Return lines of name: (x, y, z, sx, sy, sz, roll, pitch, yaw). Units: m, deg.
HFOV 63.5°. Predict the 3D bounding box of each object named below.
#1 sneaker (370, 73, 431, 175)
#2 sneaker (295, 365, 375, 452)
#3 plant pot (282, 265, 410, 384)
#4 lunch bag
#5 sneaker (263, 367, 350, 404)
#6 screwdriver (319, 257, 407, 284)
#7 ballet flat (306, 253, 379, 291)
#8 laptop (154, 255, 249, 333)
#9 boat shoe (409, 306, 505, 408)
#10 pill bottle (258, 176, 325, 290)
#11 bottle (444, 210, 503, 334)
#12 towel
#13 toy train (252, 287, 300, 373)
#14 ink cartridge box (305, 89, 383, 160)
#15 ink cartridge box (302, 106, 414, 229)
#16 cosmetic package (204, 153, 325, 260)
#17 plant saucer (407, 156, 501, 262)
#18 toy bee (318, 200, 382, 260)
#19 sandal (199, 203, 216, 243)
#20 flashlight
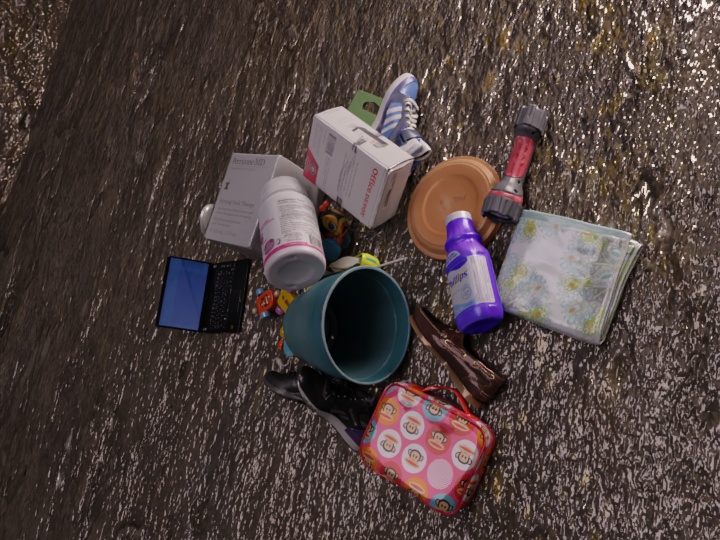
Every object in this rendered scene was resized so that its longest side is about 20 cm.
sneaker: (0.100, -0.281, 1.160, 0.146, 0.080, 0.202, 31, 91, 32)
sneaker: (-0.027, 0.225, 1.022, 0.087, 0.200, 0.076, -33, 24, 19)
plant pot: (-0.041, 0.100, 1.070, 0.187, 0.198, 0.204, -7, 70, 52)
lunch bag: (0.110, 0.269, 0.940, 0.198, 0.082, 0.178, 25, 91, 30)
sneaker: (-0.103, 0.226, 1.149, 0.197, 0.073, 0.083, 13, 79, 29)
screwdriver: (0.000, 0.000, 1.098, 0.198, 0.029, 0.028, -20, 47, 33)
ballet flat: (-0.051, 0.009, 1.177, 0.198, 0.067, 0.068, -20, 55, 32)
laptop: (-0.377, 0.053, 1.393, 0.198, 0.103, 0.180, -6, 72, 36)
boat shoe: (0.161, 0.130, 0.971, 0.071, 0.070, 0.201, -51, 59, 21)
pill bottle: (-0.134, -0.074, 1.096, 0.113, 0.113, 0.202, -34, 48, 24)
bottle: (0.180, -0.001, 0.965, 0.084, 0.064, 0.203, 131, 137, -55)
towel: (0.313, 0.006, 0.908, 0.198, 0.048, 0.173, 21, 88, 41)
toy train: (-0.160, 0.112, 1.241, 0.150, 0.055, 0.202, -41, 57, 37)
ink cartridge box: (-0.022, -0.299, 1.275, 0.145, 0.048, 0.202, 34, 99, 40)
ink cartridge box: (-0.008, -0.201, 1.133, 0.200, 0.084, 0.147, 41, 137, 23)
cosmetic package: (-0.206, -0.130, 1.282, 0.166, 0.166, 0.203, 11, 81, 40)
plant saucer: (0.170, -0.117, 1.072, 0.198, 0.032, 0.204, -13, 68, 34)
toy bee: (-0.061, -0.084, 1.191, 0.198, 0.109, 0.131, -32, 13, 16)
sandal: (-0.332, -0.101, 1.350, 0.049, 0.203, 0.084, 12, 83, 14)
flashlight: (0.263, -0.180, 0.984, 0.068, 0.067, 0.203, 6, 76, 67)
